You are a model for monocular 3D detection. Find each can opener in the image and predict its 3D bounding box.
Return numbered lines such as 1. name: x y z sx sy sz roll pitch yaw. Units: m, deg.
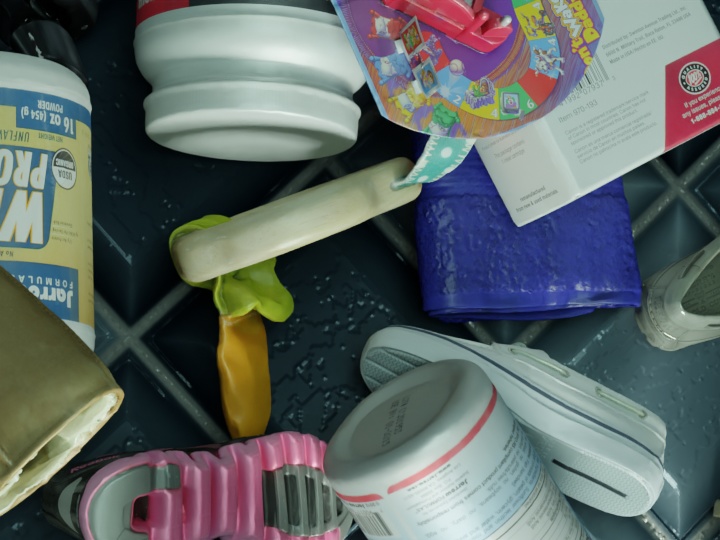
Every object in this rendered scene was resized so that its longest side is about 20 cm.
1. can opener: -0.188 -0.164 1.220 0.063 0.200 0.079 -38 70 -4

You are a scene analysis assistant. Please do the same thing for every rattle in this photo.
1. rattle: 0.000 0.000 1.267 0.199 0.130 0.143 -18 77 -8

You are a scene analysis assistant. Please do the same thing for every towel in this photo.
1. towel: 0.094 -0.068 1.360 0.147 0.050 0.201 -1 80 -24

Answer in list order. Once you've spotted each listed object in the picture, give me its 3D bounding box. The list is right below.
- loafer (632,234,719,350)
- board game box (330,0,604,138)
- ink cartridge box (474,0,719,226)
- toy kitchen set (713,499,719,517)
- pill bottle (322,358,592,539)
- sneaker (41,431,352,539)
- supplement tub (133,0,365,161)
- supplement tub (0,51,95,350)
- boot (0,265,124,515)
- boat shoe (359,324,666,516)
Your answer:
1. loafer: 0.265 -0.007 1.385 0.200 0.070 0.070 -28 90 -19
2. board game box: 0.058 -0.176 1.224 0.158 0.039 0.200 -22 87 -24
3. ink cartridge box: 0.119 -0.151 1.314 0.145 0.083 0.200 -27 89 -25
4. toy kitchen set: 0.326 0.231 1.307 0.199 0.180 0.164 12 79 -15
5. pill bottle: 0.072 0.158 1.267 0.109 0.109 0.200 -39 110 -19
6. sneaker: -0.093 0.129 1.255 0.200 0.095 0.079 5 86 -41
7. supplement tub: -0.060 -0.175 1.280 0.140 0.140 0.201 5 79 -16
8. supplement tub: -0.217 -0.009 1.203 0.144 0.145 0.201 0 81 -16
9. boot: -0.243 0.047 1.094 0.175 0.066 0.200 -45 76 11
10. boat shoe: 0.094 0.080 1.331 0.200 0.074 0.067 30 46 -9
